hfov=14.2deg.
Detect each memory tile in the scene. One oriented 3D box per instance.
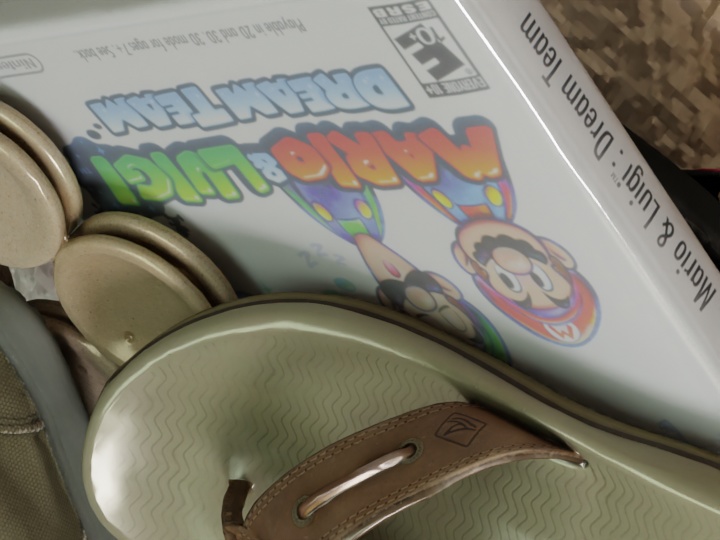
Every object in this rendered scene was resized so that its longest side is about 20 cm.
[{"bbox_3d":[-0.091,0.011,0.748,0.200,0.017,0.153,39,146,-3],"label":"memory tile"}]

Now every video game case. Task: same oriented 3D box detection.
[{"bbox_3d":[0.000,0.000,0.686,0.200,0.024,0.182,-3,132,47],"label":"video game case"}]

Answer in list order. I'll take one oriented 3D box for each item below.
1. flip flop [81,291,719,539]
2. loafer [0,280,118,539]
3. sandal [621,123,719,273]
[{"bbox_3d":[0.018,0.063,0.648,0.200,0.058,0.081,20,120,26],"label":"flip flop"},{"bbox_3d":[-0.090,0.098,0.745,0.075,0.070,0.200,-5,116,45],"label":"loafer"},{"bbox_3d":[0.104,0.013,0.668,0.200,0.045,0.075,33,148,8],"label":"sandal"}]
